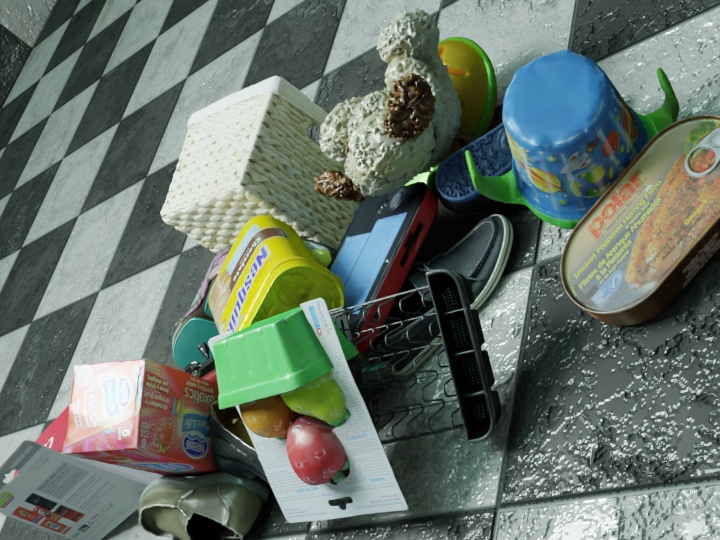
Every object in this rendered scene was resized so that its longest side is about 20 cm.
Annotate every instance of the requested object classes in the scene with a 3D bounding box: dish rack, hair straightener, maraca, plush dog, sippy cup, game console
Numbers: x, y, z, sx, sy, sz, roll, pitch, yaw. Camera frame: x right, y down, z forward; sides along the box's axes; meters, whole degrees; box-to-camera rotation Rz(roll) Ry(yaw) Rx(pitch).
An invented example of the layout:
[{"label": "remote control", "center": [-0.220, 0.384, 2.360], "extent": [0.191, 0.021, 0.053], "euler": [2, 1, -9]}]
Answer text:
[{"label": "dish rack", "center": [0.031, 0.093, 0.996], "extent": [0.197, 0.054, 0.156], "euler": [-16, 86, 29]}, {"label": "hair straightener", "center": [-0.192, 0.130, 1.308], "extent": [0.199, 0.041, 0.078], "euler": [-39, 33, 31]}, {"label": "maraca", "center": [0.083, -0.174, 1.231], "extent": [0.201, 0.106, 0.138], "euler": [-54, 50, 26]}, {"label": "plush dog", "center": [0.039, -0.139, 1.098], "extent": [0.201, 0.160, 0.172], "euler": [-51, 0, 38]}, {"label": "sippy cup", "center": [0.190, -0.126, 0.970], "extent": [0.139, 0.130, 0.179], "euler": [36, 87, 33]}, {"label": "game console", "center": [0.000, 0.000, 1.144], "extent": [0.176, 0.031, 0.202], "euler": [-2, 58, 62]}]

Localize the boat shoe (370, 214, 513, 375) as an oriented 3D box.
[{"label": "boat shoe", "center": [0.079, 0.019, 1.086], "extent": [0.200, 0.062, 0.075], "euler": [-48, 30, 8]}]

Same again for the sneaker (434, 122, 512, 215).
[{"label": "sneaker", "center": [0.169, -0.120, 1.098], "extent": [0.197, 0.078, 0.071], "euler": [-25, 73, 6]}]

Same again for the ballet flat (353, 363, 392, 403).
[{"label": "ballet flat", "center": [-0.036, 0.140, 1.127], "extent": [0.198, 0.073, 0.074], "euler": [-12, 49, 44]}]

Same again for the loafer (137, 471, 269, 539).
[{"label": "loafer", "center": [-0.187, 0.272, 1.184], "extent": [0.198, 0.075, 0.070], "euler": [-22, 38, 41]}]

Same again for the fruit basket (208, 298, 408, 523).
[{"label": "fruit basket", "center": [-0.049, 0.135, 0.996], "extent": [0.184, 0.202, 0.093], "euler": [-21, 9, 47]}]

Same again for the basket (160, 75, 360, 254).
[{"label": "basket", "center": [-0.113, -0.108, 1.347], "extent": [0.198, 0.197, 0.163], "euler": [-14, 52, 46]}]

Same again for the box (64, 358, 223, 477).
[{"label": "box", "center": [-0.216, 0.165, 1.157], "extent": [0.098, 0.200, 0.097], "euler": [-7, 70, 25]}]

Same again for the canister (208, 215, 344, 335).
[{"label": "canister", "center": [-0.099, 0.034, 1.155], "extent": [0.150, 0.086, 0.200], "euler": [-62, 22, 9]}]

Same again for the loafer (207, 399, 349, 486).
[{"label": "loafer", "center": [-0.081, 0.180, 1.094], "extent": [0.197, 0.073, 0.073], "euler": [3, 37, 31]}]

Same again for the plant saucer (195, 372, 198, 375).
[{"label": "plant saucer", "center": [-0.180, 0.176, 1.308], "extent": [0.199, 0.036, 0.202], "euler": [-34, 36, 29]}]

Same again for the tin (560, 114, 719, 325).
[{"label": "tin", "center": [0.257, -0.042, 0.914], "extent": [0.201, 0.042, 0.112], "euler": [-49, 45, 8]}]

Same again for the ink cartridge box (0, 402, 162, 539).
[{"label": "ink cartridge box", "center": [-0.359, 0.244, 1.316], "extent": [0.200, 0.174, 0.085], "euler": [-40, 33, 39]}]

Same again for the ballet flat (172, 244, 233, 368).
[{"label": "ballet flat", "center": [-0.182, 0.043, 1.329], "extent": [0.072, 0.068, 0.201], "euler": [-85, 19, -44]}]

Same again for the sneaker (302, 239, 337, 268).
[{"label": "sneaker", "center": [-0.085, 0.030, 1.299], "extent": [0.199, 0.077, 0.092], "euler": [-28, 47, 45]}]
